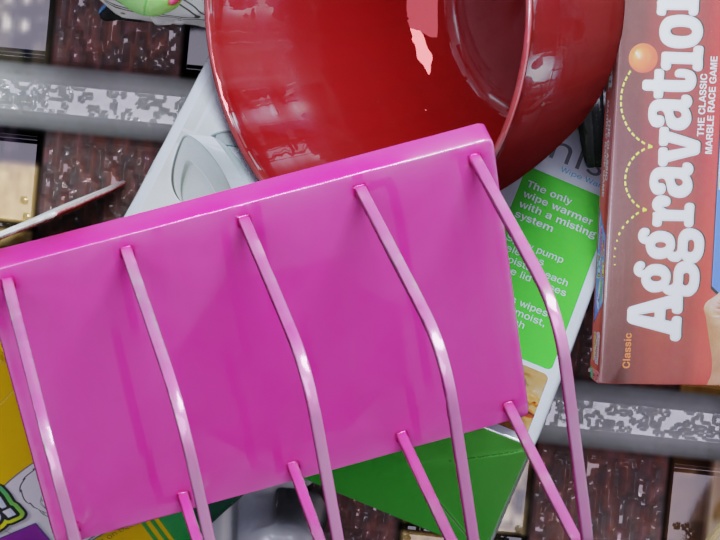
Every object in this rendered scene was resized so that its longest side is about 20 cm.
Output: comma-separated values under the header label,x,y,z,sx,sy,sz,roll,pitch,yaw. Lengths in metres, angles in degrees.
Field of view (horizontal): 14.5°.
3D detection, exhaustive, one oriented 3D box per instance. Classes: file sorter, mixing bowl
label,x,y,z,sx,sy,sz,roll,pitch,yaw
file sorter,-0.024,0.057,1.064,0.200,0.125,0.139,-15,126,-7
mixing bowl,0.038,-0.112,1.181,0.200,0.108,0.200,7,99,49

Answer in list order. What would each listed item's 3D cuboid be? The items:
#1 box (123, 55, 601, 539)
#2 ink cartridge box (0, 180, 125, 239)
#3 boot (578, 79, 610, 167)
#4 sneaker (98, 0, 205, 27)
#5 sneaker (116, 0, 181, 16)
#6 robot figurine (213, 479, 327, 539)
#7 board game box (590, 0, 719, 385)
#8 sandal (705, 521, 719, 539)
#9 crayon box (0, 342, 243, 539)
label,x,y,z,sx,sy,sz,roll,pitch,yaw
box,0.000,0.000,1.255,0.200,0.097,0.177,23,54,3
ink cartridge box,-0.193,0.015,1.263,0.176,0.200,0.045,-20,94,6
boot,0.167,-0.132,1.261,0.132,0.070,0.200,9,68,6
sneaker,-0.077,-0.139,1.321,0.200,0.072,0.073,22,125,-2
sneaker,-0.101,-0.195,1.256,0.084,0.200,0.077,15,129,-7
robot figurine,-0.116,0.096,1.304,0.200,0.113,0.170,4,102,4
board game box,0.155,-0.050,1.208,0.103,0.019,0.200,1,98,-8
sandal,0.201,0.131,1.245,0.078,0.070,0.212,10,129,-13
crayon box,-0.173,0.095,1.179,0.173,0.058,0.200,27,123,-33
